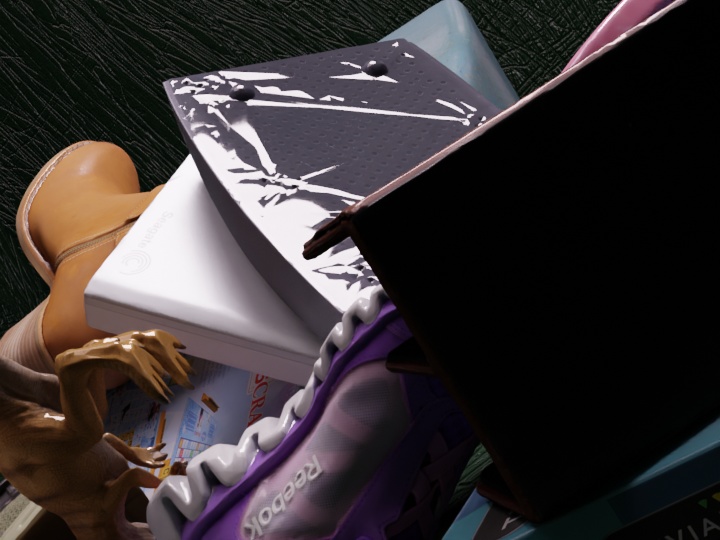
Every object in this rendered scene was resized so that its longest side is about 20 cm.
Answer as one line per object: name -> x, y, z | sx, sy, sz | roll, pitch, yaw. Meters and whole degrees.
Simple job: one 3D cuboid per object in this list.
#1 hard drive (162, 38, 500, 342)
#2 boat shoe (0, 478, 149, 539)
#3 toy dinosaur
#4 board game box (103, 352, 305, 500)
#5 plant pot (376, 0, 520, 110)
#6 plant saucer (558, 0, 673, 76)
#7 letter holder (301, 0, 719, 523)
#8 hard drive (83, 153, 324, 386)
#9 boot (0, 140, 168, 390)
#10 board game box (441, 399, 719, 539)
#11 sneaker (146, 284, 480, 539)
hard drive -> 0.007, -0.033, 0.755 | 0.135, 0.042, 0.200 | -13, 36, -21
boat shoe -> -0.172, 0.155, 0.792 | 0.201, 0.072, 0.066 | -46, 29, 3
toy dinosaur -> -0.123, 0.055, 0.682 | 0.106, 0.200, 0.060 | -35, 29, 10
board game box -> -0.086, 0.100, 0.850 | 0.199, 0.041, 0.200 | -29, 34, 32
plant pot -> 0.037, -0.042, 1.178 | 0.196, 0.196, 0.200 | -32, 10, 5
plant saucer -> 0.144, -0.082, 0.954 | 0.201, 0.051, 0.201 | -45, -15, -15
letter holder -> 0.094, -0.024, 0.563 | 0.200, 0.101, 0.142 | -33, 3, -9
hard drive -> 0.000, 0.000, 0.781 | 0.200, 0.027, 0.132 | 14, 44, 19
boot -> -0.110, -0.024, 0.921 | 0.155, 0.077, 0.200 | -32, 26, 31
board game box -> 0.126, 0.043, 0.545 | 0.200, 0.047, 0.151 | -30, 5, 25
sneaker -> 0.008, 0.075, 0.655 | 0.080, 0.088, 0.200 | 15, -49, -44
